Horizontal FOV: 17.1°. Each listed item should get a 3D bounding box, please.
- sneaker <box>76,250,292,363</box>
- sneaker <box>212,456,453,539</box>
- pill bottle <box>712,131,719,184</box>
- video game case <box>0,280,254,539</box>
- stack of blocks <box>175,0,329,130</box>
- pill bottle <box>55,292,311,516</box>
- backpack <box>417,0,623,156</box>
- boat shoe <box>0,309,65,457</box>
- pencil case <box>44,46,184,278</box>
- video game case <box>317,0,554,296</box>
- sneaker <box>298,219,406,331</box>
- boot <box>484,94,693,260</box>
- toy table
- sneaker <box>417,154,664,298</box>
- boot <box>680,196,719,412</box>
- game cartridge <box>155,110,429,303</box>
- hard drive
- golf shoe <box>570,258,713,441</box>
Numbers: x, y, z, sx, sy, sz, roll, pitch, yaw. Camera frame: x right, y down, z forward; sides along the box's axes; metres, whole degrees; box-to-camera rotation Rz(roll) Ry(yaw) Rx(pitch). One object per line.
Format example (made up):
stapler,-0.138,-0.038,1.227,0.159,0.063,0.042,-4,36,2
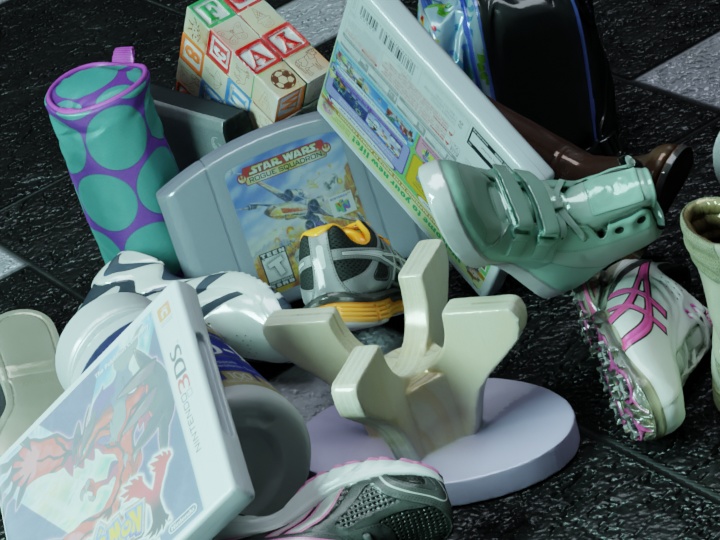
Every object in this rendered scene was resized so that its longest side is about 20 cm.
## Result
sneaker,-0.142,0.061,1.763,0.199,0.080,0.130,18,54,31
sneaker,-0.033,0.188,1.483,0.199,0.080,0.087,-21,39,9
pill bottle,0.340,-0.126,1.787,0.116,0.117,0.200,2,32,31
video game case,-0.155,0.133,1.515,0.200,0.023,0.183,-45,41,24
stack of blocks,-0.092,-0.121,1.931,0.058,0.200,0.115,-32,65,-29
pill bottle,-0.128,0.094,1.622,0.119,0.120,0.200,-27,35,-19
backpack,0.124,-0.175,1.926,0.146,0.184,0.200,-11,23,8
boat shoe,-0.232,0.117,1.722,0.072,0.063,0.200,-5,45,-11
pencil case,-0.174,-0.065,1.869,0.085,0.201,0.092,6,38,37
video game case,0.050,-0.094,1.712,0.022,0.182,0.200,-35,74,-23
sneaker,0.000,0.000,1.742,0.078,0.078,0.200,-14,1,10
boot,0.130,-0.088,1.699,0.200,0.187,0.064,33,70,7
toy table,0.037,0.074,1.590,0.199,0.118,0.184,-10,28,15
sneaker,0.123,-0.049,1.550,0.118,0.200,0.074,-29,64,22
boot,0.278,0.041,1.472,0.072,0.155,0.200,-29,30,-23
game cartridge,-0.049,-0.048,1.840,0.199,0.134,0.042,-21,21,-7
hard drive,-0.142,-0.081,1.946,0.033,0.140,0.200,-33,31,-30
golf shoe,0.197,0.043,1.603,0.092,0.073,0.200,-14,27,3
